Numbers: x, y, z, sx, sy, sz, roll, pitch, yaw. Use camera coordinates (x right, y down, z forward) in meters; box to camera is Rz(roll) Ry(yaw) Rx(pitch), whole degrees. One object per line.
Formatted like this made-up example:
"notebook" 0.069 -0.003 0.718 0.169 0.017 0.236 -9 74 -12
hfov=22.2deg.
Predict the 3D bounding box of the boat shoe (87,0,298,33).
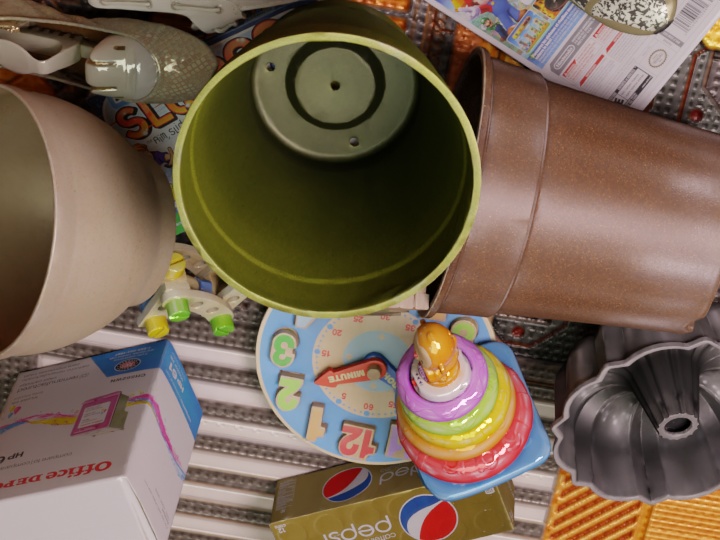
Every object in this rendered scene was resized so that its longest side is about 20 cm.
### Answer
"boat shoe" -0.109 -0.209 1.338 0.200 0.071 0.070 4 126 6

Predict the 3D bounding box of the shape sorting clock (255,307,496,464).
"shape sorting clock" 0.013 0.075 1.509 0.200 0.039 0.200 2 121 3

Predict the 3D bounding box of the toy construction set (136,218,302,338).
"toy construction set" -0.094 -0.011 1.412 0.131 0.092 0.200 8 160 -41

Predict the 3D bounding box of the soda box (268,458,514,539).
"soda box" 0.027 0.200 1.566 0.200 0.064 0.068 -15 118 14

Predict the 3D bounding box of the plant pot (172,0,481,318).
"plant pot" -0.021 -0.100 1.275 0.200 0.193 0.201 0 116 1

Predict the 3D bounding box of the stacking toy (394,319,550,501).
"stacking toy" 0.068 0.088 1.387 0.110 0.116 0.200 -22 154 3

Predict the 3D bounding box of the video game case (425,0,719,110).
"video game case" 0.157 -0.209 1.342 0.200 0.018 0.143 31 119 -13

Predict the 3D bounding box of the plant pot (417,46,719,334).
"plant pot" 0.158 -0.043 1.339 0.198 0.200 0.200 12 121 -6

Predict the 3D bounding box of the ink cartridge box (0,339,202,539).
"ink cartridge box" -0.221 0.153 1.481 0.144 0.200 0.085 -13 119 12

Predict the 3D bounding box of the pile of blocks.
"pile of blocks" 0.000 0.000 1.367 0.082 0.200 0.062 2 86 -6

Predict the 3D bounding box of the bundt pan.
"bundt pan" 0.243 0.096 1.458 0.202 0.076 0.202 -5 137 -4

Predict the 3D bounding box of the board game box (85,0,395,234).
"board game box" -0.090 -0.123 1.404 0.200 0.034 0.135 -23 116 17

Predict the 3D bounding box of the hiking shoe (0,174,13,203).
"hiking shoe" -0.311 -0.038 1.449 0.101 0.076 0.200 -17 116 18

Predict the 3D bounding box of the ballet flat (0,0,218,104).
"ballet flat" -0.203 -0.154 1.351 0.200 0.062 0.068 12 123 17

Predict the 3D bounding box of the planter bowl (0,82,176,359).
"planter bowl" -0.221 -0.034 1.357 0.135 0.200 0.200 2 129 -40

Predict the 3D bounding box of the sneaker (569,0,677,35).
"sneaker" 0.145 -0.227 1.270 0.077 0.089 0.200 -40 110 24
